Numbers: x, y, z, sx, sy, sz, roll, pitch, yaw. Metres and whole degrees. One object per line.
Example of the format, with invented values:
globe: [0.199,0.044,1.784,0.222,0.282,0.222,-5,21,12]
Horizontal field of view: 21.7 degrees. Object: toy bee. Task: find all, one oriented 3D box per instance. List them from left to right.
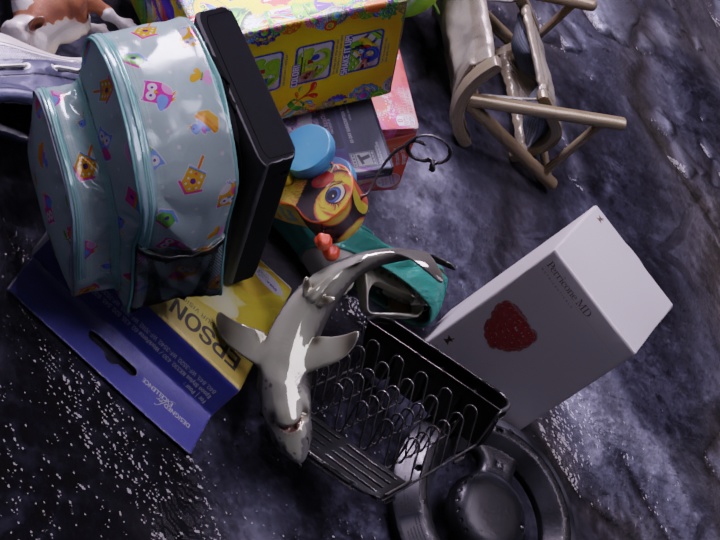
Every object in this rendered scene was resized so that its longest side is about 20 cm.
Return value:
toy bee: [-0.040,-0.065,1.545,0.131,0.199,0.109,37,58,-34]

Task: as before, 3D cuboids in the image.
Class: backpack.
backpack: [-0.165,-0.083,1.390,0.152,0.200,0.177,-6,61,-24]

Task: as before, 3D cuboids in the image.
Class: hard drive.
hard drive: [-0.105,-0.095,1.481,0.033,0.200,0.140,-18,69,-20]

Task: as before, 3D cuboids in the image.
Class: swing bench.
swing bench: [0.163,-0.228,2.048,0.199,0.130,0.200,21,46,-31]

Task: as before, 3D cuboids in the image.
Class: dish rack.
dish rack: [0.017,0.118,1.577,0.153,0.055,0.200,32,28,23]

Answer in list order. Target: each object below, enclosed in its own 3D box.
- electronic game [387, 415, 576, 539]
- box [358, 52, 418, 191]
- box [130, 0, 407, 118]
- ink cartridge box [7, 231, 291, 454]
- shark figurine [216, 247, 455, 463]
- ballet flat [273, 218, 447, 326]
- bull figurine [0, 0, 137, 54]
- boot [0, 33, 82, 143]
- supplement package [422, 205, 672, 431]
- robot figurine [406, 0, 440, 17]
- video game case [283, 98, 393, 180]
electronic game: [0.108,0.216,1.641,0.199,0.042,0.201,18,56,-28]
box: [-0.017,-0.182,1.785,0.095,0.100,0.201,-3,58,-16]
box: [-0.090,-0.245,1.653,0.191,0.122,0.201,-15,57,-19]
ink cartridge box: [-0.164,0.015,1.513,0.198,0.047,0.200,44,33,-14]
shark figurine: [-0.029,0.042,1.532,0.128,0.215,0.090,37,-12,14]
ballet flat: [0.000,0.000,1.705,0.199,0.067,0.071,25,57,-32]
bull figurine: [-0.259,-0.245,1.611,0.121,0.065,0.201,21,47,-41]
boot: [-0.234,-0.129,1.518,0.199,0.073,0.091,9,35,-35]
supplement package: [0.163,0.056,1.725,0.122,0.200,0.120,51,34,-1]
robot figurine: [0.015,-0.339,1.973,0.199,0.115,0.177,21,61,-40]
video game case: [-0.083,-0.133,1.668,0.198,0.019,0.144,-9,62,-17]
